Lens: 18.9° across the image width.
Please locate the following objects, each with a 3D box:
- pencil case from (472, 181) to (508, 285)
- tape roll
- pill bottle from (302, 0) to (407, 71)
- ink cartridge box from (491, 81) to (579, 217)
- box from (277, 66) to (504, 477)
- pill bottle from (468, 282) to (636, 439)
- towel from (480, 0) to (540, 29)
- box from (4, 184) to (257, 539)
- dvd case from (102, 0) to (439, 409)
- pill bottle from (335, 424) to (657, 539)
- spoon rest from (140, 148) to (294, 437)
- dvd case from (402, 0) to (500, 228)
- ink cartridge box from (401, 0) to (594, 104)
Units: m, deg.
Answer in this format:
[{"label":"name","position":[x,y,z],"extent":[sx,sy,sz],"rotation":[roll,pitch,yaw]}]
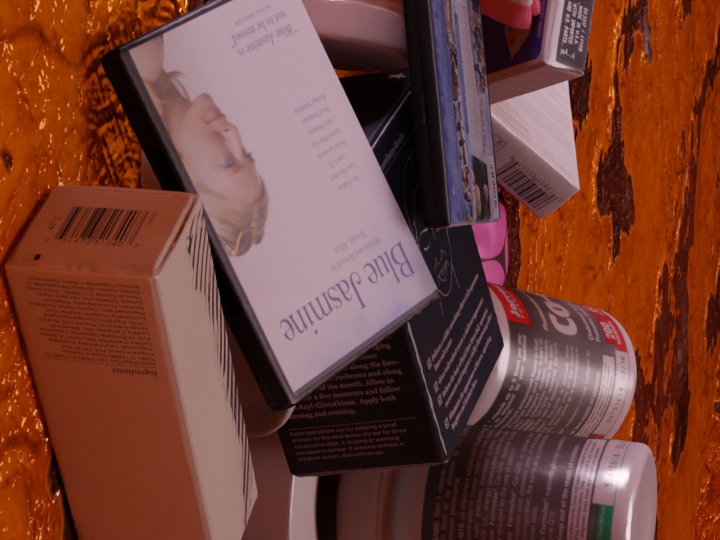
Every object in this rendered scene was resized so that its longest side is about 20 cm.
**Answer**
[{"label":"pencil case","position":[0.073,0.021,1.684],"extent":[0.093,0.090,0.201],"rotation":[-12,105,-51]},{"label":"tape roll","position":[-0.031,0.141,1.436],"extent":[0.203,0.037,0.204],"rotation":[5,90,-73]},{"label":"pill bottle","position":[-0.008,-0.226,1.276],"extent":[0.116,0.116,0.201],"rotation":[23,72,-73]},{"label":"ink cartridge box","position":[0.101,-0.161,1.686],"extent":[0.162,0.057,0.201],"rotation":[38,31,-32]},{"label":"box","position":[0.000,0.000,1.313],"extent":[0.149,0.106,0.201],"rotation":[-56,135,-59]},{"label":"pill bottle","position":[0.097,0.067,1.580],"extent":[0.199,0.114,0.115],"rotation":[13,80,-40]},{"label":"towel","position":[0.052,-0.260,1.386],"extent":[0.030,0.146,0.201],"rotation":[-43,144,-40]},{"label":"box","position":[-0.109,0.058,1.070],"extent":[0.069,0.082,0.201],"rotation":[-67,157,-48]},{"label":"dvd case","position":[-0.043,-0.045,1.132],"extent":[0.143,0.017,0.201],"rotation":[-34,102,-47]},{"label":"pill bottle","position":[0.091,0.161,1.436],"extent":[0.113,0.199,0.114],"rotation":[5,90,-74]},{"label":"spoon rest","position":[-0.080,-0.007,1.167],"extent":[0.060,0.099,0.201],"rotation":[-16,98,-43]},{"label":"dvd case","position":[0.055,-0.098,1.268],"extent":[0.200,0.017,0.144],"rotation":[-10,95,-78]},{"label":"ink cartridge box","position":[0.093,-0.212,1.515],"extent":[0.043,0.199,0.199],"rotation":[19,73,-33]}]
